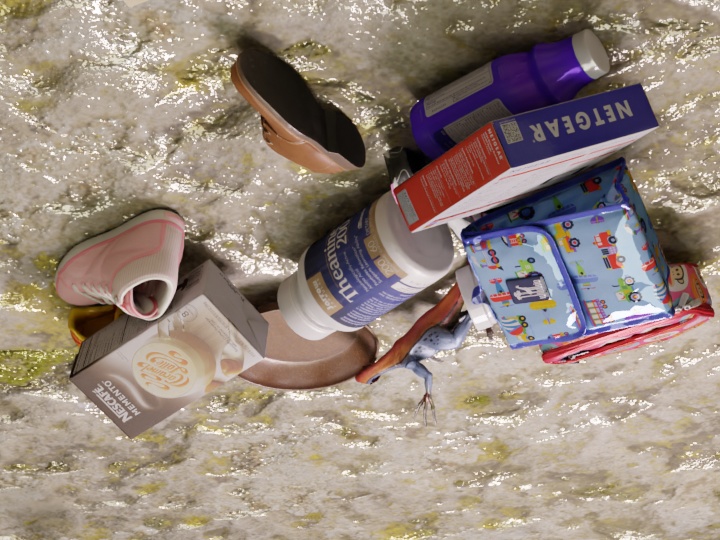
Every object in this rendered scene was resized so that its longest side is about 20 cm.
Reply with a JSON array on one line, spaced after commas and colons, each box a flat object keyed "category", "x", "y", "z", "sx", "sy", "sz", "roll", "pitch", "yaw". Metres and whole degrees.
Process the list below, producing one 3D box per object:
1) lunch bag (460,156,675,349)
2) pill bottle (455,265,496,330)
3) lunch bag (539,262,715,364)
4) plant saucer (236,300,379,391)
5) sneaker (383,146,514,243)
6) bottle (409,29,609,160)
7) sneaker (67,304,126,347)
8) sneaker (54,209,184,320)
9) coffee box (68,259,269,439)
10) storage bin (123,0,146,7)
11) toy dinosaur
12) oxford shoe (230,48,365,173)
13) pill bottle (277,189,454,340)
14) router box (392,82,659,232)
[{"category": "lunch bag", "x": 0.207, "y": -0.007, "z": 1.540, "sx": 0.200, "sy": 0.094, "sz": 0.151, "roll": -18, "pitch": 121, "yaw": 19}, {"category": "pill bottle", "x": 0.210, "y": -0.003, "z": 1.638, "sx": 0.200, "sy": 0.104, "sz": 0.104, "roll": -22, "pitch": 143, "yaw": 8}, {"category": "lunch bag", "x": 0.303, "y": 0.049, "z": 1.719, "sx": 0.200, "sy": 0.082, "sz": 0.176, "roll": -20, "pitch": 168, "yaw": 22}, {"category": "plant saucer", "x": -0.076, "y": 0.087, "z": 1.837, "sx": 0.200, "sy": 0.037, "sz": 0.201, "roll": -2, "pitch": 145, "yaw": -1}, {"category": "sneaker", "x": 0.105, "y": -0.092, "z": 1.563, "sx": 0.086, "sy": 0.081, "sz": 0.200, "roll": -31, "pitch": 149, "yaw": 28}, {"category": "bottle", "x": 0.147, "y": -0.171, "z": 1.445, "sx": 0.200, "sy": 0.065, "sz": 0.083, "roll": -26, "pitch": 146, "yaw": 30}, {"category": "sneaker", "x": -0.254, "y": 0.068, "z": 1.761, "sx": 0.199, "sy": 0.073, "sz": 0.077, "roll": -9, "pitch": 149, "yaw": 9}, {"category": "sneaker", "x": -0.276, "y": 0.017, "z": 1.658, "sx": 0.200, "sy": 0.105, "sz": 0.075, "roll": -27, "pitch": 141, "yaw": 33}, {"category": "coffee box", "x": -0.219, "y": 0.093, "z": 1.700, "sx": 0.200, "sy": 0.080, "sz": 0.114, "roll": -32, "pitch": 116, "yaw": 19}, {"category": "storage bin", "x": -0.180, "y": -0.331, "z": 1.068, "sx": 0.094, "sy": 0.199, "sz": 0.200, "roll": -15, "pitch": 145, "yaw": 24}, {"category": "toy dinosaur", "x": 0.071, "y": 0.080, "z": 1.802, "sx": 0.181, "sy": 0.105, "sz": 0.200, "roll": -13, "pitch": 111, "yaw": 6}, {"category": "oxford shoe", "x": -0.075, "y": -0.147, "z": 1.464, "sx": 0.071, "sy": 0.072, "sz": 0.200, "roll": -16, "pitch": 145, "yaw": 27}, {"category": "pill bottle", "x": 0.000, "y": 0.000, "z": 1.646, "sx": 0.111, "sy": 0.111, "sz": 0.200, "roll": 25, "pitch": 137, "yaw": -35}, {"category": "router box", "x": 0.161, "y": -0.109, "z": 1.441, "sx": 0.200, "sy": 0.049, "sz": 0.179, "roll": -17, "pitch": 172, "yaw": -34}]
